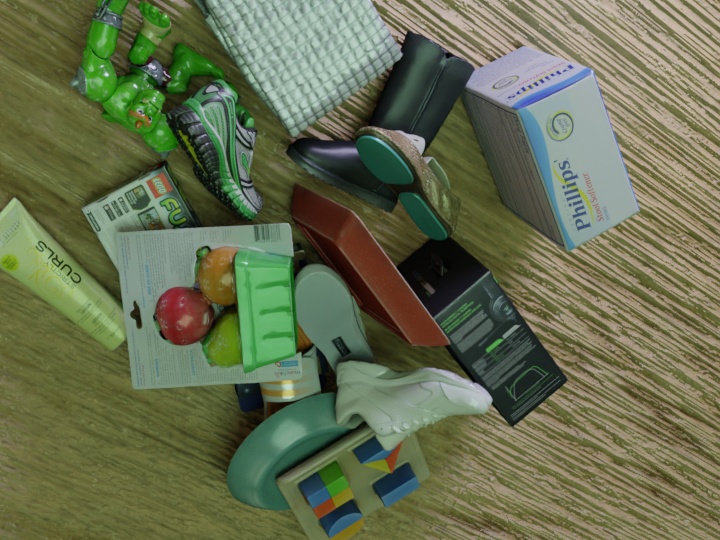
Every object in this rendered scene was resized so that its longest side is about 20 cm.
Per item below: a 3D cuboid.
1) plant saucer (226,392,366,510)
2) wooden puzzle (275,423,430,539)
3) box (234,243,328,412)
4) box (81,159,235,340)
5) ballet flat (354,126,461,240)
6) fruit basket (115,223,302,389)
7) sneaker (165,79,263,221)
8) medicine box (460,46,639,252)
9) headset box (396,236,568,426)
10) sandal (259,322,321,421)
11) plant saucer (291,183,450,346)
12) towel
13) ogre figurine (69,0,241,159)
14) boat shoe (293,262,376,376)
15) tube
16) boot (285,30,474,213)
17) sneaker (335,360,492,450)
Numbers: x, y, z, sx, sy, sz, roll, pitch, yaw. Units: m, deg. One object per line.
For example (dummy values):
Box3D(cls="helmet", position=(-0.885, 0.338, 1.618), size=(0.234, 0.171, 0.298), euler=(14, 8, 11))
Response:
Box3D(cls="plant saucer", position=(-0.070, 0.237, 1.419), size=(0.198, 0.036, 0.201), euler=(-22, 139, -20))
Box3D(cls="wooden puzzle", position=(0.001, 0.272, 1.444), size=(0.184, 0.046, 0.201), euler=(-31, 142, -9))
Box3D(cls="box", position=(-0.109, 0.078, 1.405), size=(0.120, 0.032, 0.202), euler=(-15, 112, -12))
Box3D(cls="box", position=(-0.225, -0.012, 1.317), size=(0.109, 0.035, 0.201), euler=(-26, 107, 2))
Box3D(cls="ballet flat", position=(0.059, -0.117, 1.325), size=(0.200, 0.070, 0.066), euler=(51, 57, -43))
Box3D(cls="fruit basket", position=(-0.168, 0.040, 1.286), size=(0.197, 0.094, 0.188), euler=(-2, 105, 7))
Box3D(cls="sneaker", position=(-0.141, -0.129, 1.270), size=(0.085, 0.078, 0.201), euler=(-43, 151, -14))
Box3D(cls="medicine box", position=(0.216, -0.148, 1.337), size=(0.102, 0.200, 0.183), euler=(-28, 114, -6))
Box3D(cls="headset box", position=(0.138, 0.063, 1.399), size=(0.093, 0.174, 0.200), euler=(-39, 113, 0))
Box3D(cls="sandal", position=(-0.082, 0.152, 1.390), size=(0.078, 0.059, 0.209), euler=(-10, 115, -14))
Box3D(cls="plant saucer", position=(0.000, 0.000, 1.319), size=(0.037, 0.199, 0.201), euler=(-41, 115, -8))
Box3D(cls="towel", position=(-0.071, -0.275, 1.264), size=(0.165, 0.086, 0.201), euler=(-34, 104, 5))
Box3D(cls="ogre figurine", position=(-0.229, -0.206, 1.242), size=(0.121, 0.098, 0.200), euler=(-57, 147, -7))
Box3D(cls="boat shoe", position=(-0.033, 0.054, 1.381), size=(0.070, 0.070, 0.201), euler=(-24, 132, 6))
Box3D(cls="tube", position=(-0.345, 0.012, 1.303), size=(0.200, 0.052, 0.058), euler=(45, 51, -20))
Box3D(cls="boot", position=(0.023, -0.188, 1.334), size=(0.164, 0.066, 0.201), euler=(22, 106, -35))
Box3D(cls="sneaker", position=(0.059, 0.165, 1.340), size=(0.078, 0.198, 0.101), euler=(32, 64, -58))
